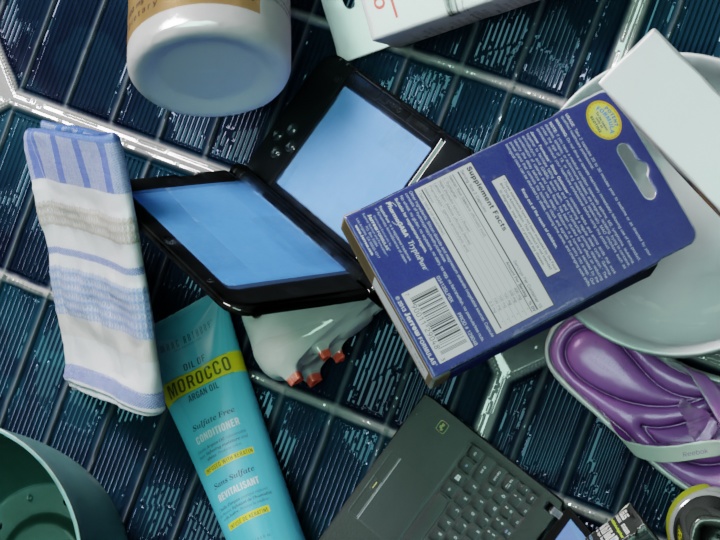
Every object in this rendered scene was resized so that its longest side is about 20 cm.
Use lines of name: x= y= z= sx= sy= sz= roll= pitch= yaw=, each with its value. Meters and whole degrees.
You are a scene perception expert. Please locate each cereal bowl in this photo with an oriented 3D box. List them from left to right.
cereal bowl: x=0.213 y=-0.039 z=1.402 sx=0.199 sy=0.083 sz=0.202 roll=-2 pitch=82 yaw=17

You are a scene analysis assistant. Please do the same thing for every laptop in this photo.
laptop: x=0.056 y=0.209 z=1.411 sx=0.200 sy=0.103 sz=0.178 roll=38 pitch=95 yaw=18

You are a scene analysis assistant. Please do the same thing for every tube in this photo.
tube: x=-0.095 y=0.118 z=1.503 sx=0.077 sy=0.050 sz=0.201 roll=-25 pitch=71 yaw=5

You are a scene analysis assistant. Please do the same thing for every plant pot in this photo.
plant pot: x=-0.251 y=0.208 z=1.476 sx=0.199 sy=0.161 sz=0.202 roll=-2 pitch=82 yaw=17

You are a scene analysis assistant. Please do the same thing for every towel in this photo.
towel: x=-0.187 y=-0.002 z=1.478 sx=0.147 sy=0.024 sz=0.201 roll=14 pitch=115 yaw=58

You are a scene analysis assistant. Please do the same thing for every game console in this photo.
game console: x=-0.047 y=-0.063 z=1.429 sx=0.176 sy=0.116 sz=0.200 roll=-54 pitch=43 yaw=4

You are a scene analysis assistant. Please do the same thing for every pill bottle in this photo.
pill bottle: x=-0.106 y=-0.220 z=1.488 sx=0.114 sy=0.114 sz=0.201 roll=-11 pitch=60 yaw=16

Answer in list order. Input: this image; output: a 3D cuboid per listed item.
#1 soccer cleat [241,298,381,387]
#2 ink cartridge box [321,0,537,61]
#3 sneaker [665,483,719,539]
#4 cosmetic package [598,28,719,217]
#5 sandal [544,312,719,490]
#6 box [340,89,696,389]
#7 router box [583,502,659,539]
soccer cleat: x=0.000 y=0.000 z=1.475 sx=0.200 sy=0.069 sz=0.078 roll=-39 pitch=71 yaw=12
ink cartridge box: x=0.054 y=-0.229 z=1.476 sx=0.199 sy=0.067 sz=0.117 roll=-18 pitch=88 yaw=14
sneaker: x=0.262 y=0.228 z=1.347 sx=0.074 sy=0.085 sz=0.200 roll=-42 pitch=83 yaw=9
cosmetic package: x=0.238 y=-0.046 z=1.274 sx=0.052 sy=0.151 sz=0.200 roll=-44 pitch=74 yaw=10
sandal: x=0.207 y=0.096 z=1.405 sx=0.202 sy=0.050 sz=0.083 roll=29 pitch=94 yaw=17
box: x=0.102 y=-0.022 z=1.350 sx=0.199 sy=0.032 sz=0.122 roll=-26 pitch=76 yaw=-11
router box: x=0.168 y=0.269 z=1.302 sx=0.150 sy=0.062 sz=0.200 roll=-37 pitch=95 yaw=2
